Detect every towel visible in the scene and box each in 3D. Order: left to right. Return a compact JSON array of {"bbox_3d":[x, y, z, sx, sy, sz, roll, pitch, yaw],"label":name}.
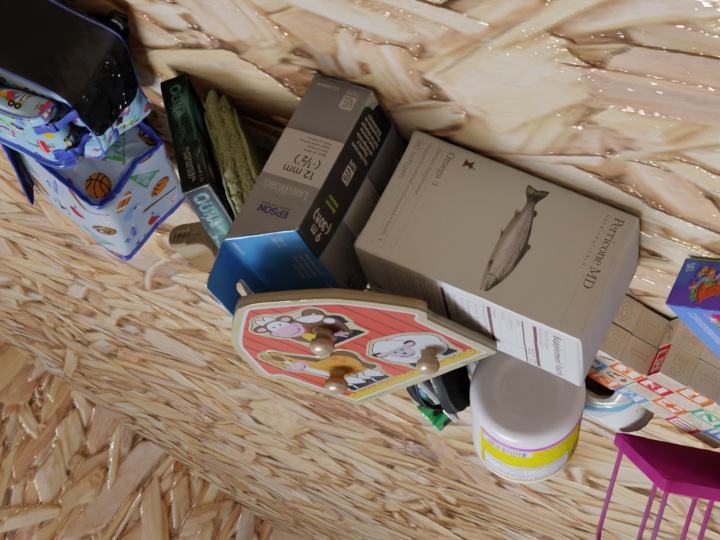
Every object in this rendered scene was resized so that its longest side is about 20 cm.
[{"bbox_3d":[-0.091,-0.055,1.386,0.148,0.036,0.200,60,-174,-52],"label":"towel"}]

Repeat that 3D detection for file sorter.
[{"bbox_3d":[0.345,0.252,1.484,0.200,0.126,0.139,12,-170,-12],"label":"file sorter"}]

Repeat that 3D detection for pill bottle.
[{"bbox_3d":[0.156,0.139,1.445,0.104,0.104,0.200,24,163,13],"label":"pill bottle"}]

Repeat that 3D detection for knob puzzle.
[{"bbox_3d":[-0.019,0.066,1.251,0.219,0.031,0.220,3,154,1],"label":"knob puzzle"}]

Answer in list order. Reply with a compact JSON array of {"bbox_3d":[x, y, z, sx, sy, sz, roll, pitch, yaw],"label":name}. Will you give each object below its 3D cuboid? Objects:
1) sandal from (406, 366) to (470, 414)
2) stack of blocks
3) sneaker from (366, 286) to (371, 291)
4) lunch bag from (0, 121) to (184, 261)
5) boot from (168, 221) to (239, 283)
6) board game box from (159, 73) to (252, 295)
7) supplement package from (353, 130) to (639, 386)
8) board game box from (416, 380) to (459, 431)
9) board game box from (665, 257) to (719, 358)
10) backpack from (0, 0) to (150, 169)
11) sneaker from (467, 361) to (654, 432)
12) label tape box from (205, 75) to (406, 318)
[{"bbox_3d":[0.070,0.102,1.418,0.048,0.075,0.200,-16,166,8],"label":"sandal"},{"bbox_3d":[0.270,0.082,1.380,0.200,0.059,0.115,29,164,-4],"label":"stack of blocks"},{"bbox_3d":[0.000,0.000,1.439,0.088,0.077,0.200,14,171,-13],"label":"sneaker"},{"bbox_3d":[-0.298,-0.123,1.584,0.200,0.124,0.170,39,166,12],"label":"lunch bag"},{"bbox_3d":[-0.103,-0.011,1.731,0.166,0.072,0.200,25,167,-38],"label":"boot"},{"bbox_3d":[-0.130,-0.071,1.434,0.028,0.135,0.200,-20,145,5],"label":"board game box"},{"bbox_3d":[0.113,-0.010,1.252,0.200,0.117,0.117,23,163,17],"label":"supplement package"},{"bbox_3d":[0.021,0.081,1.638,0.200,0.026,0.200,46,-177,-4],"label":"board game box"},{"bbox_3d":[0.353,0.065,1.221,0.134,0.045,0.200,8,154,50],"label":"board game box"},{"bbox_3d":[-0.289,-0.170,1.396,0.182,0.135,0.200,26,166,11],"label":"backpack"},{"bbox_3d":[0.197,0.097,1.538,0.200,0.077,0.081,12,151,25],"label":"sneaker"},{"bbox_3d":[-0.034,-0.036,1.263,0.066,0.200,0.143,17,161,28],"label":"label tape box"}]
